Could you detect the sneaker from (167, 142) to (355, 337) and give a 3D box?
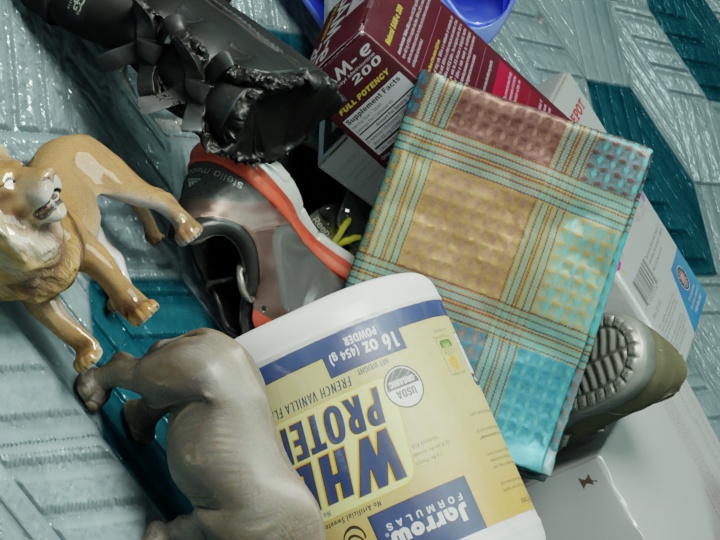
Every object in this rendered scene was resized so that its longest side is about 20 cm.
[{"bbox_3d":[-0.050,0.014,1.559,0.200,0.077,0.082,50,57,-36],"label":"sneaker"}]

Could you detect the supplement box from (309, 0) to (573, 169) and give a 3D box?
[{"bbox_3d":[0.062,-0.080,1.617,0.200,0.061,0.109,42,29,-13],"label":"supplement box"}]

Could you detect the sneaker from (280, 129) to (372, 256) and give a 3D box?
[{"bbox_3d":[0.000,0.000,1.659,0.085,0.074,0.200,16,42,-51],"label":"sneaker"}]

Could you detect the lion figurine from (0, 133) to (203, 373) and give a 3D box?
[{"bbox_3d":[-0.150,-0.027,1.395,0.122,0.072,0.200,49,12,-10],"label":"lion figurine"}]

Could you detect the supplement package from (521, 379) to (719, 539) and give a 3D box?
[{"bbox_3d":[0.146,0.149,1.717,0.121,0.120,0.200,62,24,-8],"label":"supplement package"}]

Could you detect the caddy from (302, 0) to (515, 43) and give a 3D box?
[{"bbox_3d":[0.016,-0.223,1.797,0.200,0.141,0.105,53,8,-19],"label":"caddy"}]

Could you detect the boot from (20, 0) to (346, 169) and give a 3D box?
[{"bbox_3d":[-0.078,-0.130,1.536,0.162,0.073,0.198,35,23,20],"label":"boot"}]

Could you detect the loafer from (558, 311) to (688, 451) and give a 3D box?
[{"bbox_3d":[0.113,0.079,1.635,0.070,0.200,0.075,15,67,-38],"label":"loafer"}]

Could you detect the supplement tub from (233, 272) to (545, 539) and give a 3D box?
[{"bbox_3d":[0.010,0.117,1.451,0.144,0.144,0.200,-7,71,-65],"label":"supplement tub"}]

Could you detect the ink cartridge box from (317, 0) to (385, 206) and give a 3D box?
[{"bbox_3d":[0.060,-0.075,1.718,0.200,0.047,0.198,34,28,-22],"label":"ink cartridge box"}]

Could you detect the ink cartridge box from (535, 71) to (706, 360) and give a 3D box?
[{"bbox_3d":[0.151,-0.020,1.946,0.200,0.085,0.145,58,24,-13],"label":"ink cartridge box"}]

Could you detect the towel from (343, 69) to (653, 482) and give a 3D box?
[{"bbox_3d":[0.068,0.004,1.552,0.147,0.200,0.022,18,2,-10],"label":"towel"}]

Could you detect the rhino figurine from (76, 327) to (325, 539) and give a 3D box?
[{"bbox_3d":[-0.061,0.121,1.375,0.060,0.087,0.200,-11,75,-64],"label":"rhino figurine"}]
